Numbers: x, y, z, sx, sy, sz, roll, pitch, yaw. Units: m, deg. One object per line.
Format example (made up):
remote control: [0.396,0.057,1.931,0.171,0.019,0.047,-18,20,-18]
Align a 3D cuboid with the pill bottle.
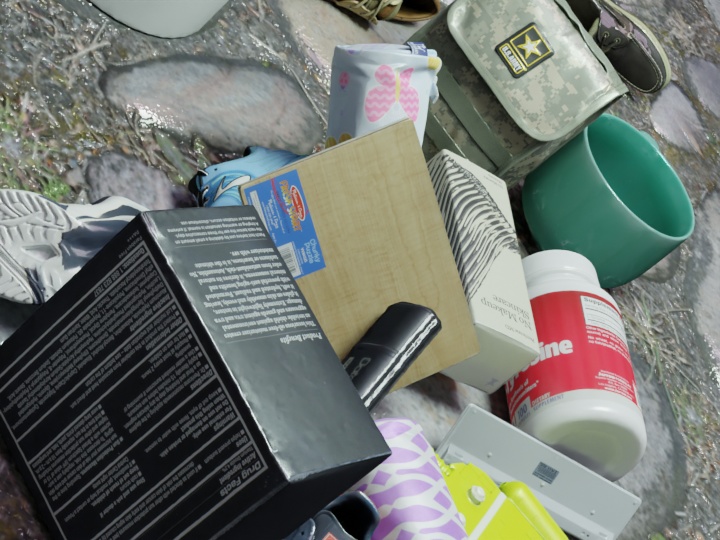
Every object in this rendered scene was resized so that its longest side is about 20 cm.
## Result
pill bottle: [0.178,0.082,1.862,0.112,0.112,0.201,28,37,-31]

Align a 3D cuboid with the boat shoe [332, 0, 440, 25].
boat shoe: [0.016,-0.280,2.083,0.200,0.076,0.074,-4,62,-52]

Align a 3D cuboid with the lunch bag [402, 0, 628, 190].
lunch bag: [0.130,-0.174,1.991,0.164,0.200,0.117,55,32,7]

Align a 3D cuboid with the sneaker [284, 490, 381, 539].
sneaker: [-0.042,0.215,1.476,0.075,0.084,0.200,45,32,-7]

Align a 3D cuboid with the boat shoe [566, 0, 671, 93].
boat shoe: [0.261,-0.267,2.383,0.200,0.073,0.065,45,43,0]

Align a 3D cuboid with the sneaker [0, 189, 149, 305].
sneaker: [-0.207,-0.016,1.537,0.198,0.130,0.080,0,90,-9]

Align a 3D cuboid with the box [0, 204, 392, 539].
box: [-0.119,0.095,1.401,0.123,0.200,0.199,-6,62,-53]

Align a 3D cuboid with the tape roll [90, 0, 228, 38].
tape roll: [-0.189,-0.301,1.856,0.202,0.071,0.203,31,37,-26]

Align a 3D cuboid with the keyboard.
keyboard: [0.149,0.174,1.786,0.200,0.056,0.011,30,3,-28]

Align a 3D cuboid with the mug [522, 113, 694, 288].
mug: [0.239,-0.059,2.084,0.185,0.114,0.152,2,54,-52]

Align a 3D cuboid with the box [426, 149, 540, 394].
box: [0.090,-0.001,1.822,0.082,0.068,0.201,25,39,-34]

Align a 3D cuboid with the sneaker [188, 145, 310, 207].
sneaker: [-0.105,-0.037,1.696,0.090,0.079,0.200,23,37,17]

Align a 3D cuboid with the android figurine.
android figurine: [0.103,0.228,1.686,0.200,0.041,0.182,51,32,-1]

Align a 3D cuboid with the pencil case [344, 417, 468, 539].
pencil case: [0.038,0.207,1.582,0.084,0.086,0.201,8,51,-38]

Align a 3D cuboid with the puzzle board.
puzzle board: [0.000,0.000,1.661,0.150,0.017,0.201,-23,107,-17]

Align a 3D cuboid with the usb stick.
usb stick: [-0.010,0.096,1.603,0.200,0.055,0.033,-49,126,-31]

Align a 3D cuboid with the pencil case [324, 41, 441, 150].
pencil case: [0.013,-0.084,1.708,0.091,0.083,0.201,1,98,-46]
